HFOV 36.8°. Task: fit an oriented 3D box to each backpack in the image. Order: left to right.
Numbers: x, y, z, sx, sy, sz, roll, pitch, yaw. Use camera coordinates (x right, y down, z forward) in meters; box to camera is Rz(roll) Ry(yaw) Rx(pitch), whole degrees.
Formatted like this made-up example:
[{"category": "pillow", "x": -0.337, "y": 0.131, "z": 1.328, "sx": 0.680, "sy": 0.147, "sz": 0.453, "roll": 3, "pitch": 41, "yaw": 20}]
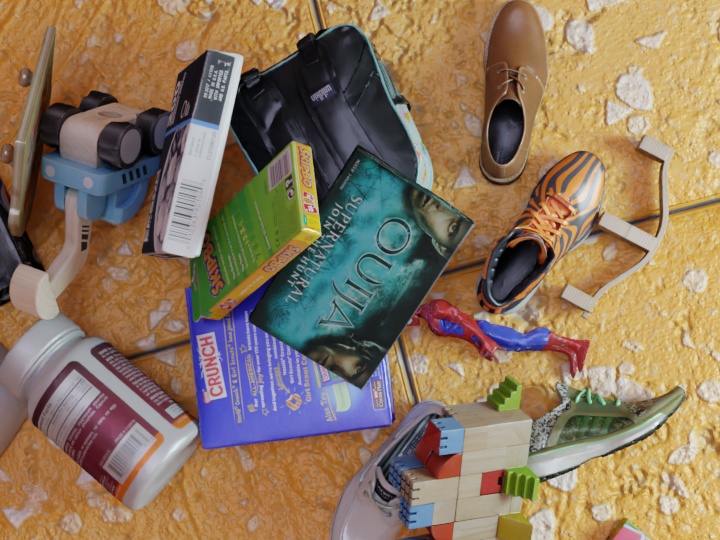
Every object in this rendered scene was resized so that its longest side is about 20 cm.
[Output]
[{"category": "backpack", "x": -0.022, "y": -0.121, "z": 1.106, "sx": 0.175, "sy": 0.153, "sz": 0.201, "roll": -29, "pitch": 77, "yaw": 7}]

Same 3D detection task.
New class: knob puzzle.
[{"category": "knob puzzle", "x": -0.353, "y": -0.125, "z": 1.126, "sx": 0.030, "sy": 0.220, "sz": 0.222, "roll": 9, "pitch": 86, "yaw": -13}]

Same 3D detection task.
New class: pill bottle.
[{"category": "pill bottle", "x": -0.271, "y": 0.143, "z": 1.126, "sx": 0.200, "sy": 0.114, "sz": 0.114, "roll": 40, "pitch": 89, "yaw": 8}]

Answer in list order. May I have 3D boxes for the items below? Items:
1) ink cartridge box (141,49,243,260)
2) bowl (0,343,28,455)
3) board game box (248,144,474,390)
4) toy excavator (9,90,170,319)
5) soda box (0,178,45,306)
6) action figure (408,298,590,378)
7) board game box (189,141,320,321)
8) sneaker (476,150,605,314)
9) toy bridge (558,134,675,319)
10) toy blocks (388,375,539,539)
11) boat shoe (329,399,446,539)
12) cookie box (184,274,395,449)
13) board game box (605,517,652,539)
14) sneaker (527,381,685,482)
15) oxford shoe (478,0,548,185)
[{"category": "ink cartridge box", "x": -0.179, "y": -0.110, "z": 1.099, "sx": 0.043, "sy": 0.200, "sz": 0.200, "roll": 13, "pitch": 85, "yaw": -18}, {"category": "bowl", "x": -0.478, "y": 0.144, "z": 1.166, "sx": 0.200, "sy": 0.075, "sz": 0.200, "roll": 38, "pitch": 90, "yaw": 6}, {"category": "board game box", "x": 0.000, "y": 0.000, "z": 1.039, "sx": 0.135, "sy": 0.028, "sz": 0.201, "roll": 31, "pitch": 104, "yaw": -8}, {"category": "toy excavator", "x": -0.285, "y": -0.068, "z": 1.133, "sx": 0.099, "sy": 0.194, "sz": 0.202, "roll": 16, "pitch": 115, "yaw": 19}, {"category": "soda box", "x": -0.420, "y": -0.064, "z": 1.183, "sx": 0.070, "sy": 0.063, "sz": 0.201, "roll": -27, "pitch": 84, "yaw": 2}, {"category": "action figure", "x": 0.133, "y": 0.068, "z": 1.120, "sx": 0.198, "sy": 0.065, "sz": 0.052, "roll": 18, "pitch": 82, "yaw": 5}, {"category": "board game box", "x": -0.108, "y": -0.031, "z": 1.044, "sx": 0.200, "sy": 0.030, "sz": 0.096, "roll": -35, "pitch": 52, "yaw": 40}, {"category": "sneaker", "x": 0.191, "y": -0.039, "z": 1.100, "sx": 0.077, "sy": 0.112, "sz": 0.201, "roll": 32, "pitch": 88, "yaw": 7}, {"category": "toy bridge", "x": 0.280, "y": -0.039, "z": 1.135, "sx": 0.067, "sy": 0.027, "sz": 0.201, "roll": 27, "pitch": 88, "yaw": 6}, {"category": "toy blocks", "x": 0.090, "y": 0.212, "z": 1.063, "sx": 0.135, "sy": 0.100, "sz": 0.202, "roll": -3, "pitch": 110, "yaw": -23}, {"category": "boat shoe", "x": 0.026, "y": 0.220, "z": 1.115, "sx": 0.073, "sy": 0.067, "sz": 0.201, "roll": 28, "pitch": 88, "yaw": 7}, {"category": "cookie box", "x": -0.072, "y": 0.088, "z": 1.132, "sx": 0.198, "sy": 0.075, "sz": 0.173, "roll": -7, "pitch": 84, "yaw": 4}, {"category": "board game box", "x": 0.246, "y": 0.362, "z": 1.105, "sx": 0.095, "sy": 0.030, "sz": 0.200, "roll": 39, "pitch": 92, "yaw": 8}, {"category": "sneaker", "x": 0.233, "y": 0.147, "z": 1.104, "sx": 0.198, "sy": 0.077, "sz": 0.089, "roll": -22, "pitch": 75, "yaw": 1}, {"category": "oxford shoe", "x": 0.163, "y": -0.195, "z": 1.139, "sx": 0.071, "sy": 0.071, "sz": 0.202, "roll": 4, "pitch": 84, "yaw": 7}]
